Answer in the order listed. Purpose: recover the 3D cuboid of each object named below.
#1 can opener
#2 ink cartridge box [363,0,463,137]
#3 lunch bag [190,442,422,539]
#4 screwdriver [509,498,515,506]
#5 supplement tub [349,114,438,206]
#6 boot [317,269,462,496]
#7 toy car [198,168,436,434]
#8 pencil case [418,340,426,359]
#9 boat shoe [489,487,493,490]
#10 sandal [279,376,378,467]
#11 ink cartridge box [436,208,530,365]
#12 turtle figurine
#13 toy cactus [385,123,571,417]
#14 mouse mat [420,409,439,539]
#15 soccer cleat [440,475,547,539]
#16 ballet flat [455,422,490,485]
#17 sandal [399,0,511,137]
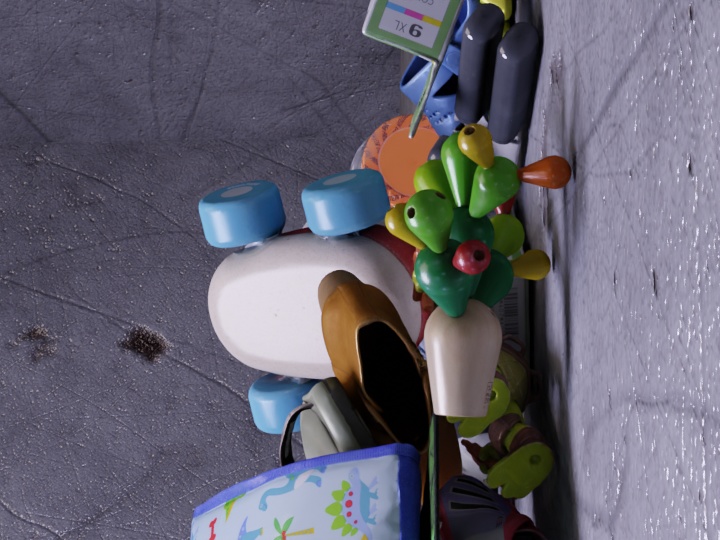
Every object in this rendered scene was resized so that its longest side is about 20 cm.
[{"bbox_3d":[0.080,-0.099,1.263,0.067,0.053,0.200,-53,-15,-21],"label":"can opener"},{"bbox_3d":[0.044,-0.198,1.270,0.104,0.059,0.200,-85,15,-80],"label":"ink cartridge box"},{"bbox_3d":[-0.022,0.213,1.169,0.200,0.127,0.170,-36,47,52],"label":"lunch bag"},{"bbox_3d":[0.104,0.199,1.303,0.029,0.028,0.200,-4,89,61],"label":"screwdriver"},{"bbox_3d":[0.049,-0.067,1.788,0.200,0.122,0.123,88,180,-71],"label":"supplement tub"},{"bbox_3d":[0.026,0.100,1.247,0.201,0.071,0.144,65,178,-21],"label":"boot"},{"bbox_3d":[0.000,0.000,1.421,0.200,0.177,0.184,-38,-62,-55],"label":"toy car"},{"bbox_3d":[0.071,0.023,1.568,0.200,0.083,0.091,-85,-30,-83],"label":"pencil case"},{"bbox_3d":[0.085,0.197,1.630,0.068,0.072,0.200,-81,-3,-62],"label":"boat shoe"},{"bbox_3d":[-0.028,0.120,1.252,0.080,0.057,0.201,52,169,14],"label":"sandal"},{"bbox_3d":[0.085,0.008,1.360,0.200,0.059,0.104,-93,0,-69],"label":"ink cartridge box"},{"bbox_3d":[0.088,0.084,1.202,0.161,0.064,0.200,-101,-7,-71],"label":"turtle figurine"},{"bbox_3d":[0.070,0.002,1.085,0.200,0.102,0.165,10,-98,-83],"label":"toy cactus"},{"bbox_3d":[0.041,0.197,1.137,0.200,0.008,0.161,90,180,-57],"label":"mouse mat"},{"bbox_3d":[0.089,0.178,1.204,0.067,0.076,0.200,62,-171,-11],"label":"soccer cleat"},{"bbox_3d":[0.086,0.134,1.451,0.200,0.073,0.073,92,177,-74],"label":"ballet flat"},{"bbox_3d":[0.070,-0.143,1.414,0.080,0.087,0.200,-96,3,-63],"label":"sandal"}]
